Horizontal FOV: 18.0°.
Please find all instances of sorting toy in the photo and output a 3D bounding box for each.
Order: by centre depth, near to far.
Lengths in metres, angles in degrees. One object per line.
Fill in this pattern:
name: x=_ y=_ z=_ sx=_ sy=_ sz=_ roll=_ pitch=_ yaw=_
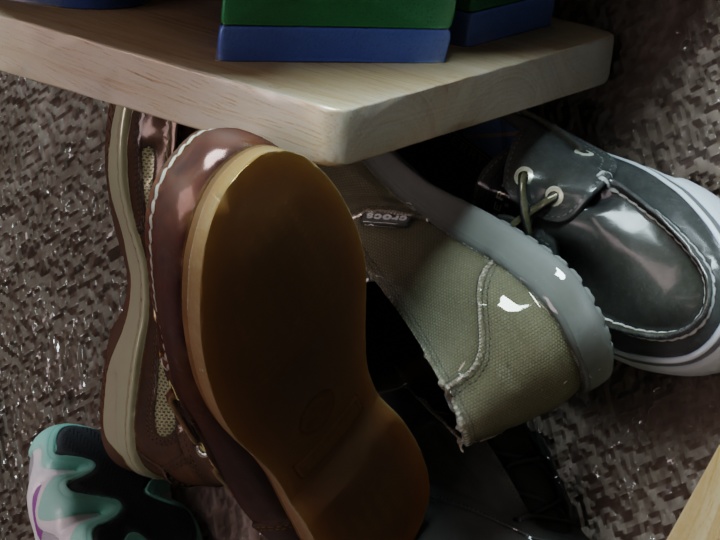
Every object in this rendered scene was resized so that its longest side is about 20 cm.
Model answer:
sorting toy: x=-0.037 y=-0.108 z=0.787 sx=0.199 sy=0.198 sz=0.070 roll=18 pitch=110 yaw=27

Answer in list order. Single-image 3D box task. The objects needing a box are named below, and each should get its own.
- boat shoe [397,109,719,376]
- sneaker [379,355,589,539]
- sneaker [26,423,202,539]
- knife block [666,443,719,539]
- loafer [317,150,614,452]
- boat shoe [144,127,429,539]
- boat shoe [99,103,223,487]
boat shoe: x=0.061 y=-0.022 z=0.816 sx=0.200 sy=0.056 sz=0.069 roll=36 pitch=108 yaw=42
sneaker: x=0.036 y=0.077 z=0.816 sx=0.199 sy=0.076 sz=0.091 roll=31 pitch=98 yaw=41
sneaker: x=-0.115 y=0.174 z=0.941 sx=0.140 sy=0.077 sz=0.201 roll=-49 pitch=52 yaw=26
knife block: x=0.139 y=0.080 z=0.717 sx=0.199 sy=0.064 sz=0.177 roll=-20 pitch=69 yaw=41
loafer: x=0.000 y=0.000 z=0.802 sx=0.070 sy=0.076 sz=0.200 roll=-39 pitch=40 yaw=-19
boat shoe: x=-0.035 y=0.027 z=0.723 sx=0.070 sy=0.201 sz=0.070 roll=30 pitch=62 yaw=33
boat shoe: x=-0.055 y=-0.010 z=0.918 sx=0.074 sy=0.074 sz=0.204 roll=15 pitch=109 yaw=40
